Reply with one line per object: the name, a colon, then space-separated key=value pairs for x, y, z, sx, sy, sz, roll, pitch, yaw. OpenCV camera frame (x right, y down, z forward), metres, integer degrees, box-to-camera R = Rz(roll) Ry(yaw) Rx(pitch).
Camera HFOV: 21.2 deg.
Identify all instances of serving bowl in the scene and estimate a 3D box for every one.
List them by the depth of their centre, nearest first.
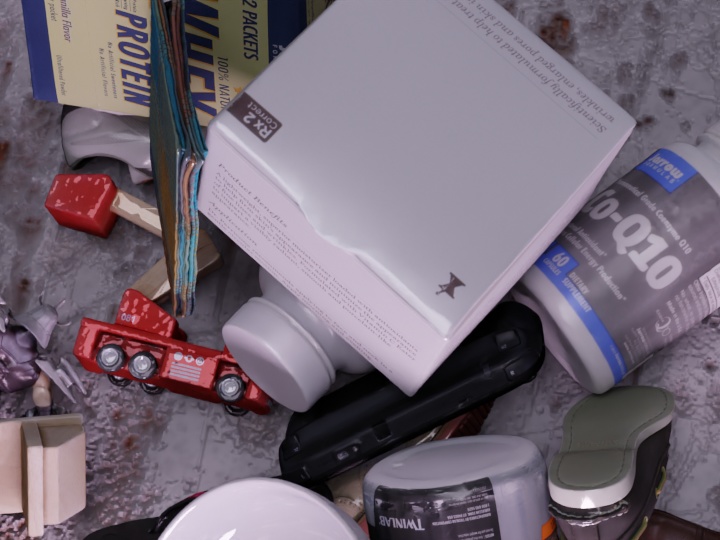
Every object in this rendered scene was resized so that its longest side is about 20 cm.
serving bowl: x=-0.052 y=0.236 z=1.233 sx=0.199 sy=0.066 sz=0.201 roll=-8 pitch=75 yaw=32

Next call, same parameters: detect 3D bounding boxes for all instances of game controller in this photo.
game controller: x=0.034 y=0.084 z=1.301 sx=0.199 sy=0.104 sz=0.042 roll=-27 pitch=101 yaw=13

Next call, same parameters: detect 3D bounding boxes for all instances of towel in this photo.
towel: x=-0.121 y=-0.078 z=1.261 sx=0.022 sy=0.200 sz=0.147 roll=-5 pitch=60 yaw=-10

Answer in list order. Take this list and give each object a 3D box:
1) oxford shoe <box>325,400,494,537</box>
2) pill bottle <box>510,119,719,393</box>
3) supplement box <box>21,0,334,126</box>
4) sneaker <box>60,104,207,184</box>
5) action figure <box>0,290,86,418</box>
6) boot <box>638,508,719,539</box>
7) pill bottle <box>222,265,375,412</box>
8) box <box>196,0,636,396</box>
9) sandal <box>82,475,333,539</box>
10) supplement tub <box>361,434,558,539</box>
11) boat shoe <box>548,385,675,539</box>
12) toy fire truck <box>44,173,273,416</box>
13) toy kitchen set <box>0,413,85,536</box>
oxford shoe: x=0.026 y=0.119 z=1.336 sx=0.075 sy=0.071 sz=0.200 roll=36 pitch=79 yaw=20
pill bottle: x=0.209 y=-0.016 z=1.332 sx=0.200 sy=0.114 sz=0.114 roll=-36 pitch=74 yaw=-6
supplement box: x=-0.115 y=-0.218 z=1.375 sx=0.198 sy=0.135 sz=0.201 roll=9 pitch=45 yaw=8
sneaker: x=-0.126 y=-0.099 z=1.421 sx=0.199 sy=0.074 sz=0.080 roll=7 pitch=93 yaw=8
action figure: x=-0.280 y=0.088 z=1.359 sx=0.200 sy=0.069 sz=0.130 roll=-44 pitch=90 yaw=6
boot: x=0.248 y=0.257 z=1.281 sx=0.199 sy=0.064 sz=0.188 roll=11 pitch=77 yaw=4
pill bottle: x=0.000 y=0.000 z=1.332 sx=0.111 sy=0.111 sz=0.200 roll=40 pitch=69 yaw=15
box: x=0.031 y=-0.067 z=1.232 sx=0.199 sy=0.131 sz=0.200 roll=41 pitch=69 yaw=6
sandal: x=-0.113 y=0.187 z=1.318 sx=0.199 sy=0.045 sz=0.075 roll=-16 pitch=60 yaw=14
supplement tub: x=0.074 y=0.217 z=1.247 sx=0.122 sy=0.123 sz=0.201 roll=-9 pitch=99 yaw=3
boat shoe: x=0.166 y=0.131 z=1.272 sx=0.071 sy=0.201 sz=0.061 roll=-3 pitch=106 yaw=21
toy fire truck: x=-0.142 y=0.016 z=1.392 sx=0.199 sy=0.049 sz=0.142 roll=13 pitch=74 yaw=9
toy kitchen set: x=-0.248 y=0.178 z=1.258 sx=0.162 sy=0.180 sz=0.201 roll=-4 pitch=111 yaw=-17
